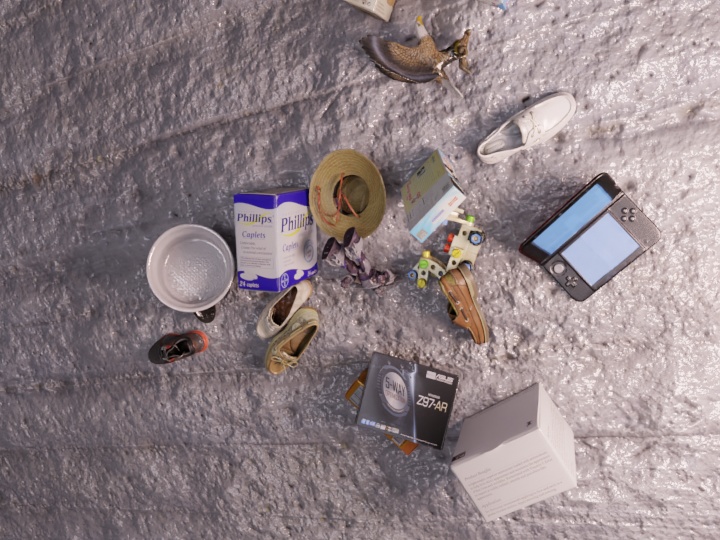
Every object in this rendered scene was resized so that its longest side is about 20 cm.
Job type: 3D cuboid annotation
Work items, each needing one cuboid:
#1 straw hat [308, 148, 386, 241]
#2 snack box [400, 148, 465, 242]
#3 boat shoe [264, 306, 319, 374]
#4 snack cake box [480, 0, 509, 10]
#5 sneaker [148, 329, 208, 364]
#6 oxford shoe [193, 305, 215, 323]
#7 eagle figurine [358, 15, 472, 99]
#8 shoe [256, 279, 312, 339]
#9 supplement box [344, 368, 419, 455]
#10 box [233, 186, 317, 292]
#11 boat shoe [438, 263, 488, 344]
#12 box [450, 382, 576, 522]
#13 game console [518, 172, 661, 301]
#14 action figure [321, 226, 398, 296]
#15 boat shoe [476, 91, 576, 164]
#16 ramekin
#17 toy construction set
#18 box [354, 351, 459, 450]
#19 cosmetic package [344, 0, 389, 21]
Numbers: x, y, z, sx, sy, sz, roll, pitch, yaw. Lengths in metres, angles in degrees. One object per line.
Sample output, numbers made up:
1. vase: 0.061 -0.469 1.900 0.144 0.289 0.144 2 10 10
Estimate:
1. straw hat: -0.010 -0.162 1.153 0.198 0.085 0.205 11 109 32
2. snack box: 0.134 -0.149 1.043 0.037 0.201 0.116 35 115 -20
3. boat shoe: -0.164 0.177 1.282 0.072 0.063 0.201 21 114 -30
4. snack cake box: 0.260 -0.580 0.943 0.066 0.115 0.203 26 110 13
5. sneaker: -0.495 0.205 1.419 0.197 0.082 0.078 -21 93 23
6. oxford shoe: -0.434 0.049 1.378 0.084 0.072 0.202 -32 86 39
7. eagle figurine: 0.105 -0.404 1.030 0.196 0.152 0.153 -12 61 6
8. shoe: -0.193 0.094 1.295 0.070 0.053 0.200 46 113 6
9. supplement box: 0.061 0.321 1.240 0.200 0.066 0.069 43 115 8
10. box: -0.178 -0.074 1.182 0.103 0.184 0.204 4 103 21
11. boat shoe: 0.205 0.077 1.095 0.067 0.072 0.202 -25 121 -1
12. box: 0.306 0.356 1.080 0.198 0.200 0.132 -34 91 24
13. game console: 0.421 -0.052 0.993 0.173 0.118 0.200 47 113 6
14. action figure: 0.000 0.000 1.154 0.128 0.070 0.200 -15 138 26
15. boat shoe: 0.309 -0.263 1.016 0.198 0.069 0.072 -32 88 23
16. ramekin: -0.396 -0.002 1.288 0.196 0.098 0.205 1 84 -9
17. toy construction set: 0.178 -0.049 1.108 0.129 0.092 0.203 22 119 16
18. box: 0.101 0.280 1.178 0.197 0.044 0.163 16 84 6
19. cosmetic package: 0.044 -0.593 1.023 0.070 0.105 0.203 25 111 12
